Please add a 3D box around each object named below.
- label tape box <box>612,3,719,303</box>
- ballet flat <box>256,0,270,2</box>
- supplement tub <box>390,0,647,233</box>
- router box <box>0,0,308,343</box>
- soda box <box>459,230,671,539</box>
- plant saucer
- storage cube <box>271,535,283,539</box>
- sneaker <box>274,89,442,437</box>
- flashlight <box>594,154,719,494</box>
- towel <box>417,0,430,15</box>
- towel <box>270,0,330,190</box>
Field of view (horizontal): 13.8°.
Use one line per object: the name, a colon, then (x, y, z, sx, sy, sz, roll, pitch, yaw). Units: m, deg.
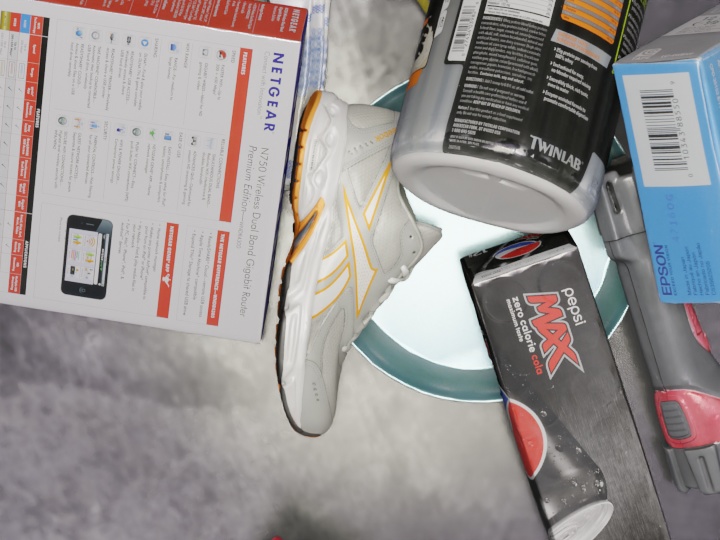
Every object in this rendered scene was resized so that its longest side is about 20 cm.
label tape box: (0.234, -0.081, 1.712, 0.066, 0.200, 0.144, -2, 108, 37)
ballet flat: (-0.149, -0.165, 1.731, 0.199, 0.072, 0.073, 5, 90, 5)
supplement tub: (0.096, -0.133, 1.686, 0.122, 0.123, 0.201, 16, 74, 0)
router box: (-0.131, -0.066, 1.719, 0.178, 0.049, 0.201, 9, 119, 0)
soda box: (0.121, 0.080, 1.733, 0.070, 0.063, 0.201, -19, 104, 0)
plant saucer: (0.070, -0.022, 1.769, 0.199, 0.027, 0.202, 0, 93, 0)
storage cube: (-0.022, 0.283, 1.683, 0.179, 0.171, 0.201, 32, 79, 6)
sneaker: (0.000, 0.000, 1.724, 0.091, 0.076, 0.202, 7, 95, -4)
flashlight: (0.189, 0.028, 1.739, 0.068, 0.068, 0.201, -16, 100, 3)
towel: (0.073, -0.228, 1.766, 0.143, 0.023, 0.201, -35, 95, 1)
towel: (-0.089, -0.150, 1.775, 0.146, 0.024, 0.202, 4, 89, 2)
